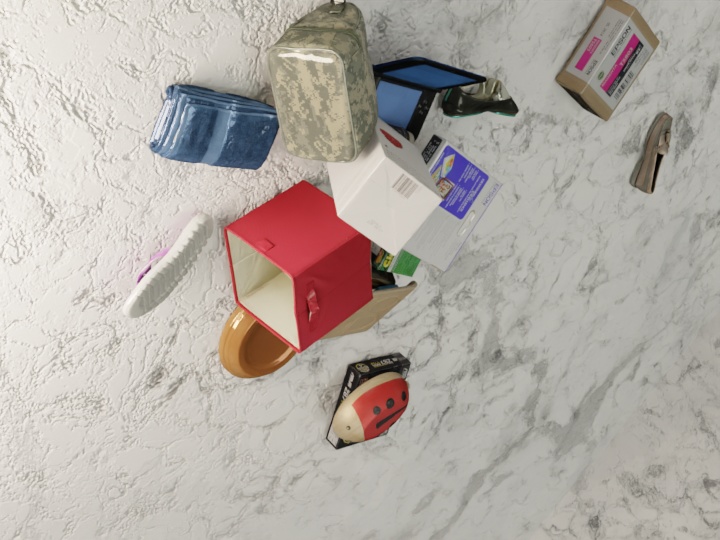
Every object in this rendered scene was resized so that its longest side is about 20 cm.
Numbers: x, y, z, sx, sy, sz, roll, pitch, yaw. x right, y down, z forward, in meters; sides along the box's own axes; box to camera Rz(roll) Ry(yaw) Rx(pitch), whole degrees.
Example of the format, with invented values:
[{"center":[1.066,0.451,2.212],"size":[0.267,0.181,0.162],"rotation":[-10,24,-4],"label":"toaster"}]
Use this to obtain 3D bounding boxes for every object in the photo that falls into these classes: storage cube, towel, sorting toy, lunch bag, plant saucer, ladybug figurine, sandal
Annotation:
[{"center":[-0.099,-0.012,1.483],"size":[0.178,0.199,0.174],"rotation":[-33,140,-30],"label":"storage cube"},{"center":[-0.209,-0.206,1.320],"size":[0.198,0.048,0.113],"rotation":[1,120,-47],"label":"towel"},{"center":[-0.006,0.078,1.734],"size":[0.197,0.037,0.185],"rotation":[-13,158,-42],"label":"sorting toy"},{"center":[-0.042,-0.284,1.346],"size":[0.169,0.136,0.203],"rotation":[-58,148,-42],"label":"lunch bag"},{"center":[-0.168,0.119,1.647],"size":[0.198,0.037,0.203],"rotation":[-28,138,-27],"label":"plant saucer"},{"center":[0.032,0.295,1.894],"size":[0.198,0.072,0.138],"rotation":[-33,138,-22],"label":"ladybug figurine"},{"center":[-0.304,-0.010,1.392],"size":[0.204,0.049,0.083],"rotation":[-51,160,-21],"label":"sandal"}]

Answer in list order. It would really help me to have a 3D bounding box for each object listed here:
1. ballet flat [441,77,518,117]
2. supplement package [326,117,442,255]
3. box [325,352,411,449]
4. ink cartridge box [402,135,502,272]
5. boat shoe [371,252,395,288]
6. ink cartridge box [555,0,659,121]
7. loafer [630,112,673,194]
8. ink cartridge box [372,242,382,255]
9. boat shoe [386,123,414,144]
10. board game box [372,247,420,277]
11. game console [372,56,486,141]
[{"center":[0.233,-0.322,1.670],"size":[0.197,0.068,0.070],"rotation":[-10,120,-41],"label":"ballet flat"},{"center":[0.033,-0.143,1.416],"size":[0.120,0.201,0.120],"rotation":[33,110,-24],"label":"supplement package"},{"center":[0.017,0.287,1.970],"size":[0.159,0.049,0.204],"rotation":[-8,124,-44],"label":"box"},{"center":[0.139,-0.114,1.586],"size":[0.199,0.043,0.200],"rotation":[26,100,-47],"label":"ink cartridge box"},{"center":[0.000,0.000,1.702],"size":[0.073,0.077,0.199],"rotation":[-29,158,20],"label":"boat shoe"},{"center":[0.515,-0.436,1.857],"size":[0.163,0.075,0.202],"rotation":[19,107,-52],"label":"ink cartridge box"},{"center":[0.738,-0.288,2.222],"size":[0.071,0.063,0.204],"rotation":[-12,129,-38],"label":"loafer"},{"center":[0.098,-0.122,1.678],"size":[0.197,0.084,0.149],"rotation":[-15,130,-36],"label":"ink cartridge box"},{"center":[0.011,-0.171,1.558],"size":[0.062,0.073,0.201],"rotation":[23,117,-35],"label":"boat shoe"},{"center":[0.103,-0.086,1.625],"size":[0.104,0.023,0.203],"rotation":[10,112,-50],"label":"board game box"},{"center":[0.088,-0.282,1.507],"size":[0.197,0.118,0.173],"rotation":[2,119,-46],"label":"game console"}]
